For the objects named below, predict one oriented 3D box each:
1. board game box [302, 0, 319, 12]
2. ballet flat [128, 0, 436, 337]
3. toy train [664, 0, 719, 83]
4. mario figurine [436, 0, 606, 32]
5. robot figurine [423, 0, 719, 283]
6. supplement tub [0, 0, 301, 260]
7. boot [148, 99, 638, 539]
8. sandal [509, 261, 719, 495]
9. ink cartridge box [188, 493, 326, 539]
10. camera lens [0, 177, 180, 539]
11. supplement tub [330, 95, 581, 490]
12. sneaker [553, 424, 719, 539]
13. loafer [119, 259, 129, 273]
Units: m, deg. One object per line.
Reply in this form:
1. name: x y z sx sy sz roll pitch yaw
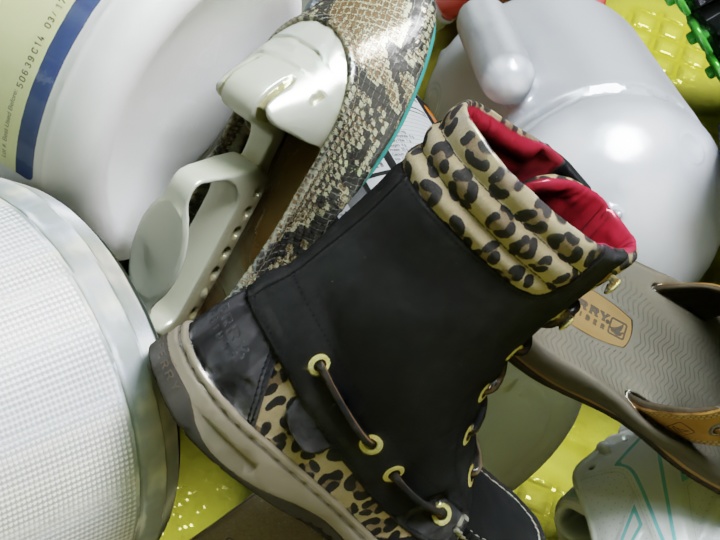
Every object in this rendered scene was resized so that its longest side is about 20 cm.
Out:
1. board game box: 0.038 -0.199 1.226 0.026 0.200 0.200 37 43 -1
2. ballet flat: -0.040 -0.033 0.970 0.068 0.201 0.075 36 10 40
3. toy train: 0.176 -0.122 1.223 0.042 0.200 0.057 -29 49 8
4. mario figurine: 0.071 -0.177 1.223 0.122 0.200 0.107 -3 74 -5
5. robot figurine: 0.096 -0.049 1.135 0.170 0.113 0.200 47 10 -33
6. supplement tub: -0.139 -0.111 1.002 0.199 0.146 0.145 32 43 21
7. boot: 0.039 0.034 0.906 0.200 0.150 0.073 35 19 -37
8. sandal: 0.136 0.032 0.983 0.199 0.055 0.082 30 59 -21
9. ink cartridge box: -0.022 0.192 0.887 0.200 0.075 0.164 40 45 22
10. camera lens: -0.176 0.064 0.897 0.199 0.161 0.160 -21 56 -36
11. supplement tub: 0.000 0.000 1.059 0.122 0.123 0.201 -8 48 -27
12. sneaker: 0.126 0.084 1.043 0.080 0.071 0.201 15 54 9
13. loafer: -0.163 -0.044 1.083 0.200 0.073 0.072 39 50 21
